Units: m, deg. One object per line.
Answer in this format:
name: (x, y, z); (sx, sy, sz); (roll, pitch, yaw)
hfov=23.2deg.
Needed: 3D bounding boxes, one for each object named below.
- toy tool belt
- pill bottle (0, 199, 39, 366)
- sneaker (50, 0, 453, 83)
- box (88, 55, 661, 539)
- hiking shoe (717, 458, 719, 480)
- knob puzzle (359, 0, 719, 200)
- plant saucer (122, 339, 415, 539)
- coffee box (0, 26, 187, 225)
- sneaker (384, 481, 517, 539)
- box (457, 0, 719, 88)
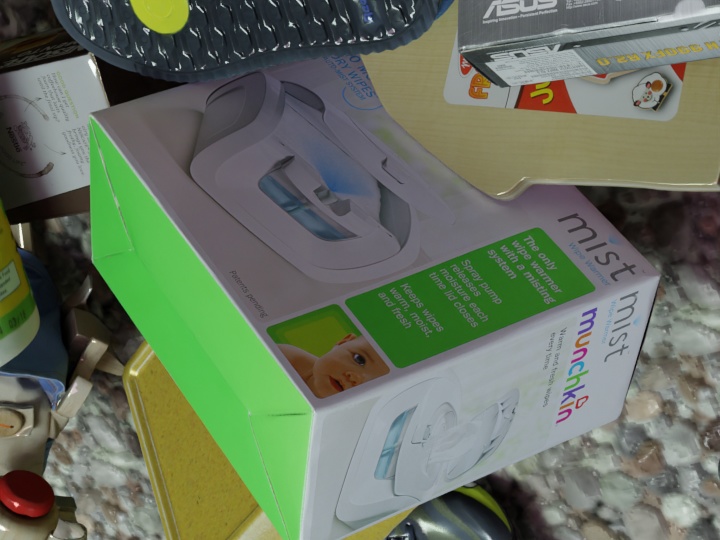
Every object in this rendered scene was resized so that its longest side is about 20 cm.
toy tool belt: (-0.193, 0.052, 0.966); (0.123, 0.124, 0.200); (-61, 35, 26)
pill bottle: (-0.232, -0.047, 0.827); (0.110, 0.111, 0.202); (-4, 111, 29)
sneaker: (-0.042, -0.133, 0.778); (0.198, 0.079, 0.066); (-2, 125, 25)
box: (0.000, 0.000, 0.777); (0.200, 0.175, 0.097); (51, 148, 36)
hiking shoe: (0.259, 0.080, 0.792); (0.198, 0.076, 0.101); (10, 121, 24)
knob puzzle: (0.081, -0.125, 0.762); (0.218, 0.030, 0.222); (-7, 74, 27)
plant saucer: (-0.057, 0.071, 0.902); (0.200, 0.048, 0.201); (-49, 47, 36)
coffee box: (-0.175, -0.077, 0.920); (0.199, 0.114, 0.080); (-7, 110, 31)
sneaker: (-0.007, 0.157, 0.967); (0.198, 0.081, 0.074); (-4, 113, 28)
box: (0.137, -0.165, 0.696); (0.198, 0.048, 0.160); (-6, 72, 27)
